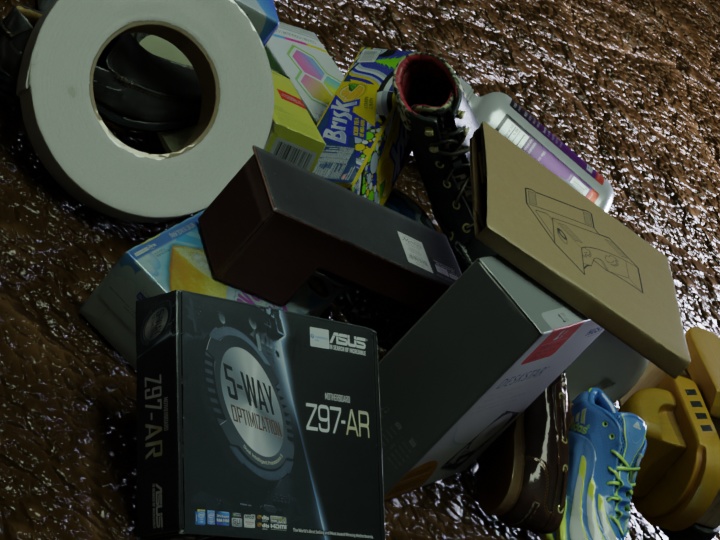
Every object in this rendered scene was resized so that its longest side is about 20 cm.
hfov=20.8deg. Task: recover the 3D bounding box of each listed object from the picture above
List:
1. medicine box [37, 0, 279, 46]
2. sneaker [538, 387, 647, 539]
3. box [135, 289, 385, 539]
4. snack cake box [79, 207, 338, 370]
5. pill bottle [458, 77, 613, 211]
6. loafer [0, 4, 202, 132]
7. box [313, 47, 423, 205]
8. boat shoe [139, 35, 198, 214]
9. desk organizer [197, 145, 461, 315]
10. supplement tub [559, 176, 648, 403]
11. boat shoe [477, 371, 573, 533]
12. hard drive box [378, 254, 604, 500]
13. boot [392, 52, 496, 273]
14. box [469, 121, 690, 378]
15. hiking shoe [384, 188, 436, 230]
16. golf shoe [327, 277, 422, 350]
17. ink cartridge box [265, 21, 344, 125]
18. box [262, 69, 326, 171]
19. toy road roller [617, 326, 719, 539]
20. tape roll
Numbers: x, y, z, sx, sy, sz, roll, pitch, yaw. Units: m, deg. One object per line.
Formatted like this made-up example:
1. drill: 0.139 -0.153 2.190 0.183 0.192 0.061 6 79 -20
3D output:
1. medicine box: -0.191 -0.278 1.775 0.199 0.103 0.183 24 31 -32
2. sneaker: 0.195 0.175 1.621 0.075 0.105 0.201 24 31 -33
3. box: -0.066 0.108 1.338 0.199 0.043 0.162 14 69 -46
4. snack cake box: -0.108 0.023 1.468 0.115 0.067 0.200 44 25 5
5. pill bottle: 0.151 -0.101 1.975 0.200 0.113 0.113 40 26 -5
6. loafer: -0.197 -0.161 1.558 0.199 0.073 0.073 5 36 -28
7. box: 0.001 -0.112 1.721 0.064 0.070 0.201 7 42 20
8. boat shoe: -0.154 -0.128 1.647 0.073 0.063 0.202 -4 42 -16
9. desk organizer: -0.020 -0.011 1.481 0.199 0.077 0.072 23 32 -36
10. supplement tub: 0.172 0.019 1.782 0.145 0.146 0.201 26 29 -30
11. boat shoe: 0.141 0.120 1.618 0.070 0.070 0.201 22 61 -24
12. hard drive box: 0.084 0.076 1.505 0.077 0.200 0.156 50 27 17
13. boot: 0.087 -0.078 1.687 0.154 0.073 0.204 63 3 -52
14. box: 0.167 -0.017 1.511 0.199 0.021 0.164 35 26 -18
15. hiking shoe: 0.031 -0.003 1.696 0.086 0.074 0.201 7 43 -52
16. golf shoe: 0.000 0.000 1.620 0.199 0.078 0.095 30 23 -4
17. ink cartridge box: -0.046 -0.144 1.822 0.103 0.059 0.201 9 41 -51
18. box: -0.079 -0.115 1.651 0.050 0.076 0.200 21 15 -17
19. toy road roller: 0.271 0.142 1.765 0.145 0.123 0.201 19 34 -27
20. tape roll: -0.165 -0.138 1.521 0.202 0.204 0.037 33 -16 -18
